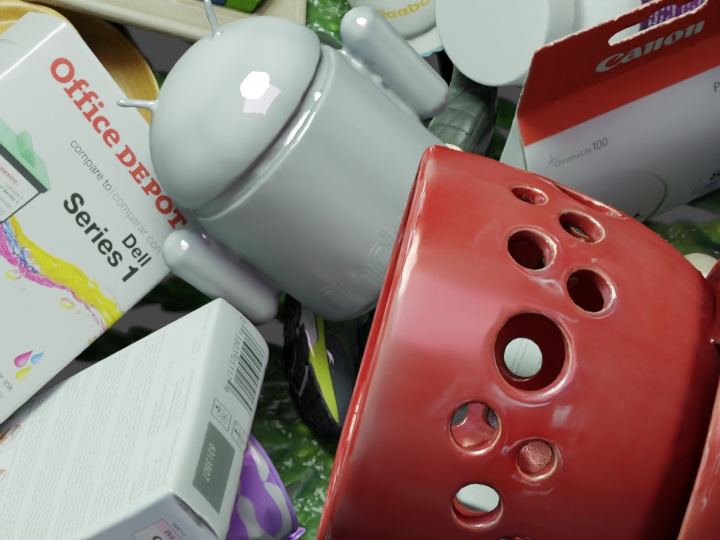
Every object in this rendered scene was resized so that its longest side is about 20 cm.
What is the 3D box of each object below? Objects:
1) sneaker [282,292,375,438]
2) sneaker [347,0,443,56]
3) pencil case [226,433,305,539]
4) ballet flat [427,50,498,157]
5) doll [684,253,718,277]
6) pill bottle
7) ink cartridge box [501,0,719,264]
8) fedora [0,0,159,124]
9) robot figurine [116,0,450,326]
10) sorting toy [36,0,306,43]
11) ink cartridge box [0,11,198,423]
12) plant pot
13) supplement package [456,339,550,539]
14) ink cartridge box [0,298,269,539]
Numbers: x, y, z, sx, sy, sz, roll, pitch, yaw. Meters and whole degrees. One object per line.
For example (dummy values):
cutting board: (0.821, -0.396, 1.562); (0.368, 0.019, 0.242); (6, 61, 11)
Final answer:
sneaker: (0.000, 0.000, 1.307); (0.080, 0.074, 0.201); (5, 63, -5)
sneaker: (0.013, -0.207, 1.386); (0.076, 0.081, 0.200); (-22, 37, 1)
pencil case: (-0.128, 0.155, 1.207); (0.199, 0.084, 0.086); (-33, 103, -18)
ballet flat: (0.051, -0.095, 1.347); (0.056, 0.067, 0.201); (12, 38, 1)
doll: (0.272, 0.003, 1.335); (0.198, 0.049, 0.137); (-5, 68, -7)
pill bottle: (0.137, -0.156, 1.332); (0.199, 0.112, 0.113); (-12, 58, -46)
ink cartridge box: (0.156, -0.081, 1.276); (0.162, 0.200, 0.057); (-23, 74, -15)
fedora: (-0.204, -0.089, 1.331); (0.199, 0.082, 0.202); (1, 61, -2)
robot figurine: (-0.028, -0.053, 1.204); (0.200, 0.113, 0.170); (38, 89, -21)
sorting toy: (-0.113, -0.224, 1.404); (0.184, 0.036, 0.201); (13, 56, -21)
ink cartridge box: (-0.195, -0.020, 1.237); (0.200, 0.084, 0.145); (-42, 110, -11)
plant pot: (0.088, 0.059, 1.070); (0.181, 0.201, 0.202); (14, 61, 1)
supplement package: (0.148, 0.125, 1.218); (0.199, 0.120, 0.122); (20, 61, 8)
ink cartridge box: (-0.146, 0.112, 1.178); (0.199, 0.057, 0.163); (-31, 25, 24)
